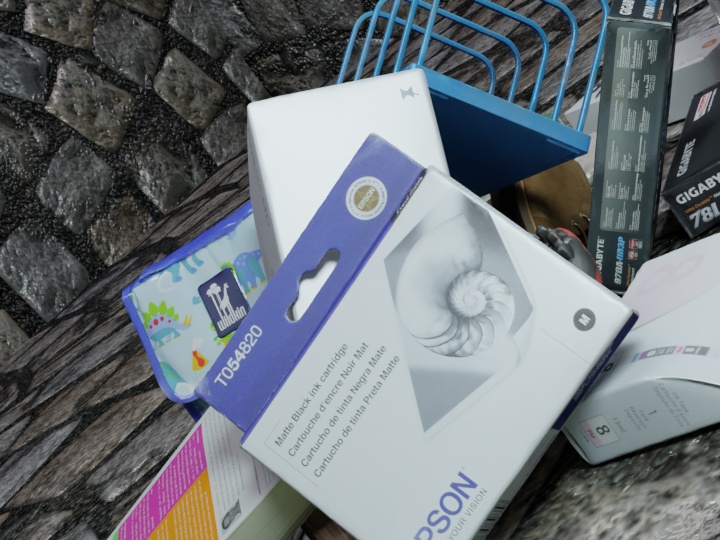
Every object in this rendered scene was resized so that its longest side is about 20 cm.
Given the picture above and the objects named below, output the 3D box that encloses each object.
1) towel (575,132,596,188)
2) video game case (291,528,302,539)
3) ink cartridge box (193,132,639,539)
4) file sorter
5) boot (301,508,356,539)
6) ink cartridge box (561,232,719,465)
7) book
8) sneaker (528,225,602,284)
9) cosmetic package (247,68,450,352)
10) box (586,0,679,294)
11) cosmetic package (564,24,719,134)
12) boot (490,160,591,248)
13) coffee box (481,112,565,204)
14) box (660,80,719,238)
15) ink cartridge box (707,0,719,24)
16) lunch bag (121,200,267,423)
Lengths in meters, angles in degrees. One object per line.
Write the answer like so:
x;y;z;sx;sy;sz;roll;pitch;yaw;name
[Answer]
0.170;-0.065;1.391;0.200;0.035;0.132;-41;12;-17;towel
-0.131;0.242;1.118;0.200;0.023;0.182;-32;12;22;video game case
0.023;0.047;0.885;0.200;0.200;0.041;-56;-19;3;ink cartridge box
0.073;-0.144;1.125;0.200;0.138;0.123;161;126;-68;file sorter
0.027;0.121;0.995;0.155;0.077;0.200;-37;9;-10;boot
0.221;0.023;0.878;0.200;0.057;0.163;-32;12;44;ink cartridge box
-0.106;0.164;1.004;0.200;0.048;0.134;-51;30;20;book
0.128;0.025;0.985;0.071;0.098;0.200;-55;4;-8;sneaker
0.000;0.000;1.037;0.122;0.200;0.200;-12;-12;-8;cosmetic package
0.197;-0.105;1.108;0.046;0.201;0.159;6;26;12;box
0.284;-0.173;1.436;0.083;0.051;0.200;-45;14;-29;cosmetic package
0.149;-0.026;1.160;0.075;0.074;0.201;-2;40;-5;boot
0.113;-0.036;1.297;0.123;0.044;0.201;-26;31;34;coffee box
0.327;-0.125;1.139;0.198;0.050;0.200;-29;13;31;box
0.333;-0.249;1.227;0.128;0.126;0.200;-29;-10;16;ink cartridge box
-0.070;0.051;1.239;0.170;0.200;0.128;-32;14;18;lunch bag
